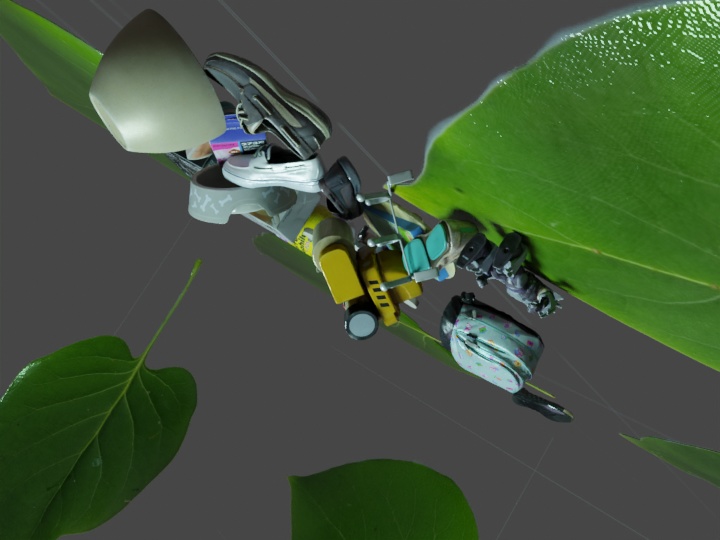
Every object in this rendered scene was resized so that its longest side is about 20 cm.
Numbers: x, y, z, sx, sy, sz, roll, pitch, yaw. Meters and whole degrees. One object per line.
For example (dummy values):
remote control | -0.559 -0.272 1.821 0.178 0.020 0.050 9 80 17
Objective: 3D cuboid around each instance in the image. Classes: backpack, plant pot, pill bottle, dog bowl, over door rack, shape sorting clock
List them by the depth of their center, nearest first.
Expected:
plant pot | -0.306 -0.248 1.047 0.201 0.134 0.201 47 163 20
over door rack | 0.046 -0.051 1.049 0.200 0.066 0.150 154 100 -81
shape sorting clock | 0.081 -0.057 1.227 0.199 0.039 0.200 41 168 10
dog bowl | -0.215 -0.148 1.314 0.199 0.198 0.059 24 127 46
backpack | 0.257 0.146 1.438 0.198 0.128 0.167 26 167 23
pill bottle | -0.114 -0.096 1.526 0.199 0.105 0.104 30 172 21

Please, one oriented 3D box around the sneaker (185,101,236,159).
sneaker | -0.272 -0.263 1.276 0.199 0.071 0.081 -23 83 58

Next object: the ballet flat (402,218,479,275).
ballet flat | 0.122 -0.030 1.084 0.066 0.069 0.200 -11 174 -16

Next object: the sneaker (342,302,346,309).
sneaker | -0.003 0.016 1.545 0.076 0.086 0.201 25 -146 -1

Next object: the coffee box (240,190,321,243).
coffee box | -0.192 -0.155 1.458 0.199 0.115 0.080 30 174 29

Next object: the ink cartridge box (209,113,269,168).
ink cartridge box | -0.204 -0.219 1.239 0.093 0.038 0.200 -6 171 -5

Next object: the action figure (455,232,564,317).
action figure | 0.212 0.011 1.028 0.129 0.070 0.200 20 169 38

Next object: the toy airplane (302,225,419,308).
toy airplane | 0.000 0.000 1.380 0.200 0.142 0.198 41 -171 38

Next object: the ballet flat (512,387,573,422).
ballet flat | 0.532 0.386 2.119 0.199 0.057 0.067 20 138 41

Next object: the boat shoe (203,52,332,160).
boat shoe | -0.134 -0.220 0.979 0.199 0.074 0.075 32 172 6

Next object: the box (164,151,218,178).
box | -0.334 -0.244 1.576 0.163 0.087 0.200 30 172 23

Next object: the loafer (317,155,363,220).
loafer | -0.037 -0.122 1.164 0.072 0.063 0.200 56 173 11

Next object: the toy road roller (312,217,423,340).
toy road roller | 0.016 -0.001 1.203 0.123 0.144 0.202 -100 -15 -64

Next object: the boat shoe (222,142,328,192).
boat shoe | -0.144 -0.181 1.213 0.197 0.074 0.067 7 133 18
